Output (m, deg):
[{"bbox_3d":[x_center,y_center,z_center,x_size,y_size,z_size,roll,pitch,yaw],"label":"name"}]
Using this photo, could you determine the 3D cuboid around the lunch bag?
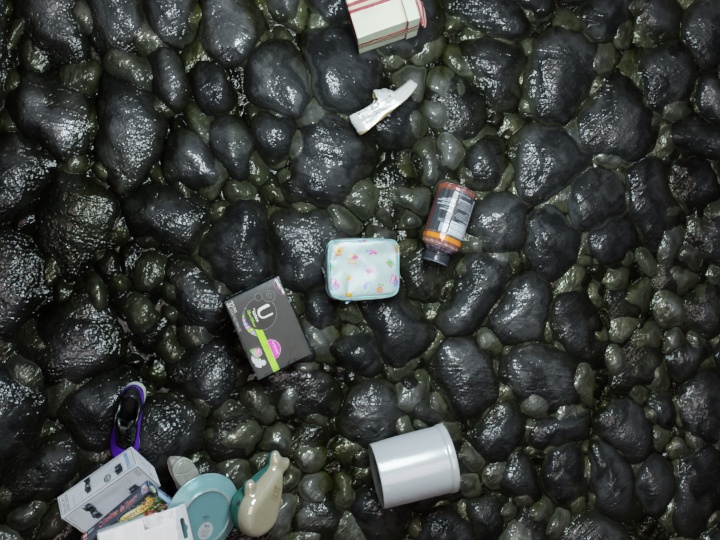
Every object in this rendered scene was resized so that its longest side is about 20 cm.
[{"bbox_3d":[0.000,0.000,1.689,0.195,0.077,0.165,-2,93,-12],"label":"lunch bag"}]

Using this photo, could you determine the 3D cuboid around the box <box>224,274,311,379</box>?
[{"bbox_3d":[-0.227,0.134,1.619,0.146,0.124,0.204,-25,95,-10],"label":"box"}]

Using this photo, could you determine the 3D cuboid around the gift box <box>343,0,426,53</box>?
[{"bbox_3d":[0.055,-0.658,1.636,0.182,0.200,0.189,-17,99,4],"label":"gift box"}]

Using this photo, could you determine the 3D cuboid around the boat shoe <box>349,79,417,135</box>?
[{"bbox_3d":[0.057,-0.430,1.693,0.199,0.071,0.070,-40,101,-7],"label":"boat shoe"}]

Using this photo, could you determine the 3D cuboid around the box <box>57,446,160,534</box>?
[{"bbox_3d":[-0.583,0.514,1.553,0.198,0.060,0.118,-35,137,-9],"label":"box"}]

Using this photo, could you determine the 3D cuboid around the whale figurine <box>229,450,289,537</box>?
[{"bbox_3d":[-0.249,0.543,1.644,0.159,0.102,0.203,49,57,-48],"label":"whale figurine"}]

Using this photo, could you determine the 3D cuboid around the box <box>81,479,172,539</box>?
[{"bbox_3d":[-0.531,0.602,1.570,0.199,0.038,0.137,-40,127,-4],"label":"box"}]

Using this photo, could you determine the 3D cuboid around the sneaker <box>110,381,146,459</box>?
[{"bbox_3d":[-0.551,0.370,1.563,0.068,0.099,0.206,7,92,-12],"label":"sneaker"}]

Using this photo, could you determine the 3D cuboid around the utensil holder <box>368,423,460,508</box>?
[{"bbox_3d":[0.132,0.497,1.686,0.195,0.170,0.174,-12,94,-10],"label":"utensil holder"}]

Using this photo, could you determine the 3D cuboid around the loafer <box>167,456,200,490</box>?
[{"bbox_3d":[-0.409,0.532,1.625,0.071,0.062,0.204,-35,116,-35],"label":"loafer"}]

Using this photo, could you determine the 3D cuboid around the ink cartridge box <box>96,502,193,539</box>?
[{"bbox_3d":[-0.484,0.611,1.511,0.196,0.050,0.112,-13,83,-25],"label":"ink cartridge box"}]

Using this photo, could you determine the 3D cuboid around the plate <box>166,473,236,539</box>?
[{"bbox_3d":[-0.374,0.591,1.603,0.197,0.025,0.206,-7,101,-40],"label":"plate"}]

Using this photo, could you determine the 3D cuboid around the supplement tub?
[{"bbox_3d":[0.221,-0.116,1.720,0.105,0.107,0.205,19,88,-12],"label":"supplement tub"}]
